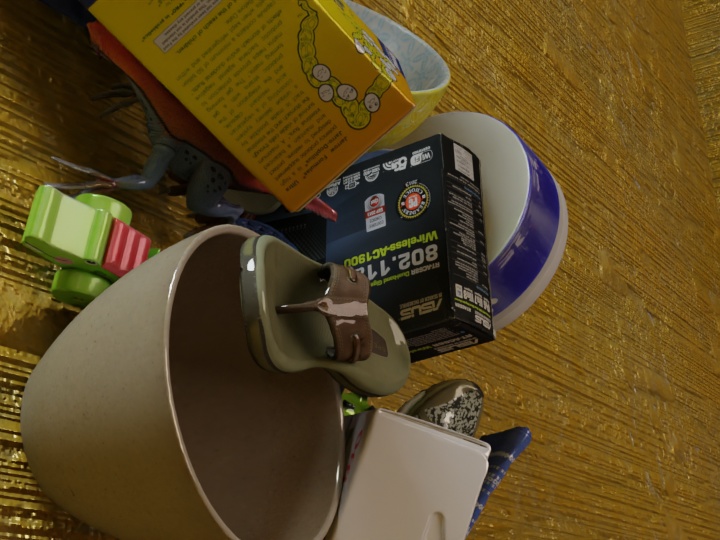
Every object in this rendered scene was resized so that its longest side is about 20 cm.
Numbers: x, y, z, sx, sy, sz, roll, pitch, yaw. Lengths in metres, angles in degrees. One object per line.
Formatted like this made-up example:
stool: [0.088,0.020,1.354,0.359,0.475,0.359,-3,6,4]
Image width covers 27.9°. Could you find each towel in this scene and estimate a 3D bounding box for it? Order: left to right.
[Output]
towel: [0.069,0.212,1.138,0.200,0.024,0.145,-57,180,-12]

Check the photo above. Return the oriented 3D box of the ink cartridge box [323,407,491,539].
ink cartridge box: [0.007,0.177,0.989,0.200,0.084,0.146,139,-30,-76]

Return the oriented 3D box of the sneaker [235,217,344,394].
sneaker: [-0.068,0.036,1.055,0.070,0.078,0.200,1,31,-28]

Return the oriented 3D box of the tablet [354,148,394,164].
tablet: [0.002,-0.022,1.227,0.014,0.130,0.200,102,-8,-59]

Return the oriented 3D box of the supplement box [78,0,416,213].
supplement box: [-0.073,-0.156,0.934,0.200,0.109,0.109,45,13,-21]

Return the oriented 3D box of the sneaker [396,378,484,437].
sneaker: [0.049,0.177,1.138,0.077,0.089,0.200,45,73,-35]

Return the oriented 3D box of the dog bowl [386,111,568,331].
dog bowl: [0.079,-0.039,1.291,0.079,0.200,0.201,43,40,-47]

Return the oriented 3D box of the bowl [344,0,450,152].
bowl: [-0.038,-0.148,1.187,0.108,0.200,0.200,-67,170,27]

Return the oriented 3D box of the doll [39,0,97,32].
doll: [-0.175,-0.196,1.018,0.200,0.048,0.137,26,48,-59]

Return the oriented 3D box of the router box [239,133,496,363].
router box: [0.000,0.000,1.102,0.062,0.200,0.150,26,53,-50]

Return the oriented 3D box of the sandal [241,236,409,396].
sandal: [-0.013,0.025,0.872,0.201,0.057,0.080,24,56,-59]

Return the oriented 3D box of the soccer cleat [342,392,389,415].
soccer cleat: [0.019,0.163,1.216,0.200,0.081,0.068,35,9,-31]

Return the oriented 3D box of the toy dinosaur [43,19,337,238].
toy dinosaur: [-0.119,-0.102,0.982,0.182,0.199,0.105,95,-19,-57]

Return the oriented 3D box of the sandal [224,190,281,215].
sandal: [-0.098,-0.125,1.067,0.057,0.080,0.201,-72,160,-51]

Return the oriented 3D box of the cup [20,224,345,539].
cup: [-0.118,0.087,0.875,0.200,0.143,0.201,42,40,-50]

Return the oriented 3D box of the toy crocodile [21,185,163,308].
toy crocodile: [-0.145,0.005,0.945,0.200,0.062,0.068,44,52,-48]
